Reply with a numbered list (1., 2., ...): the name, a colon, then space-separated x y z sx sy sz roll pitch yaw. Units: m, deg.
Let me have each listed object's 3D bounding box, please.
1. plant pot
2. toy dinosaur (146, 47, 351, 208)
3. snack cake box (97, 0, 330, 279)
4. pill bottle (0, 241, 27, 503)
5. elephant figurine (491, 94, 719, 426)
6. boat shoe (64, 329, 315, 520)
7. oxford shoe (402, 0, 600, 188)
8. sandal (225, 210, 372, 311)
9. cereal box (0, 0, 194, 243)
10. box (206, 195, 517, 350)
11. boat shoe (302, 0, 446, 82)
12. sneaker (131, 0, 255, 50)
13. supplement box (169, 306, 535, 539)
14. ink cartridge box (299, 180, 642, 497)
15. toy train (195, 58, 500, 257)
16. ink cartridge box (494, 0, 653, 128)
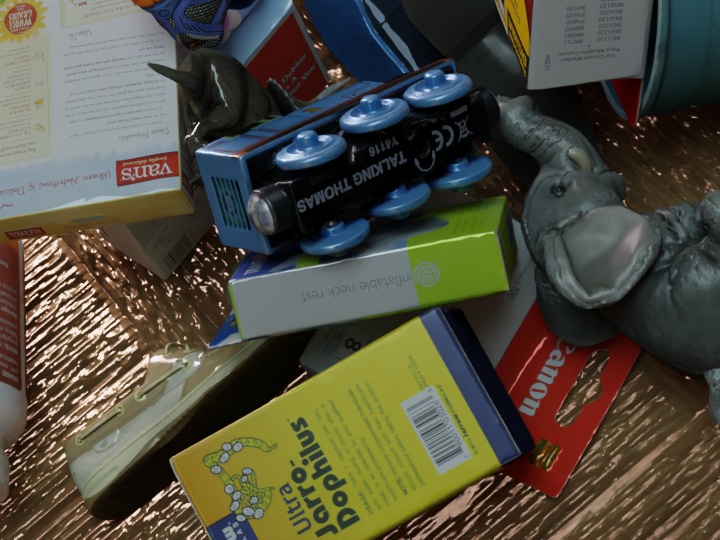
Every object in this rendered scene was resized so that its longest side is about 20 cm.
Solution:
1. plant pot: 0.265 -0.208 1.457 0.188 0.200 0.200 -5 62 -8
2. toy dinosaur: -0.090 -0.105 1.454 0.077 0.200 0.102 -24 56 36
3. snack cake box: -0.118 -0.106 1.550 0.067 0.115 0.200 33 77 27
4. pill bottle: -0.292 0.065 1.517 0.112 0.112 0.200 -11 62 10
5. elephant figurine: 0.164 -0.012 1.409 0.200 0.142 0.155 9 35 10
6. boat shoe: -0.122 0.085 1.480 0.200 0.074 0.066 -39 62 -1
7. oxford shoe: 0.106 -0.136 1.511 0.071 0.071 0.200 -34 92 11
8. sandal: -0.027 -0.048 1.507 0.200 0.054 0.080 -43 34 11
9. cereal box: -0.190 -0.123 1.490 0.144 0.040 0.200 -8 64 10
10. box: 0.000 0.000 1.413 0.200 0.122 0.048 -11 102 9
11. boat shoe: 0.024 -0.171 1.574 0.069 0.084 0.200 -28 78 -29
12. sneaker: -0.098 -0.222 1.499 0.075 0.079 0.200 -10 33 37
13. supplement box: -0.003 0.117 1.383 0.200 0.109 0.110 -30 84 7
14. ink cartridge box: 0.082 0.042 1.462 0.200 0.047 0.160 24 74 26
15. toy train: -0.004 -0.075 1.394 0.200 0.087 0.114 -28 25 -30
16. ink cartridge box: 0.130 -0.214 1.435 0.084 0.176 0.200 -6 40 -7
